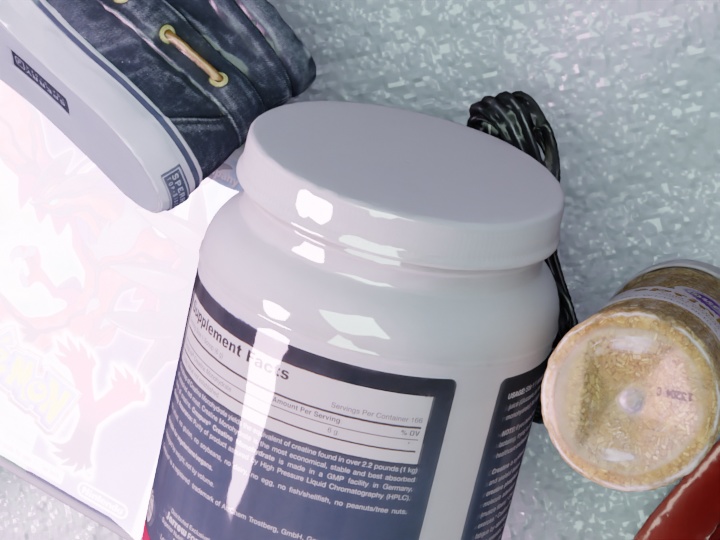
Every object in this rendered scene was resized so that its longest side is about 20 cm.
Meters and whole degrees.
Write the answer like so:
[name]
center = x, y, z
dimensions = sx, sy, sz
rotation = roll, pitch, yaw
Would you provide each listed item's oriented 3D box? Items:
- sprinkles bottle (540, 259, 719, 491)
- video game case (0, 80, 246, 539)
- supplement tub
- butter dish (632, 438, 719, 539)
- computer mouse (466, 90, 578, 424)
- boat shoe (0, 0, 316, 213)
[sprinkles bottle]
center = 0.117, 0.038, 1.156
dimensions = 0.068, 0.200, 0.068
rotation = 1, 96, 12
[video game case]
center = -0.124, 0.002, 1.258
dimensions = 0.200, 0.023, 0.182
rotation = 27, 109, 24
[supplement tub]
center = -0.003, 0.049, 1.150
dimensions = 0.140, 0.140, 0.200
rotation = 17, 111, 10
[butter dish]
center = 0.226, 0.126, 1.169
dimensions = 0.200, 0.148, 0.199
rotation = 42, 103, 5
[computer mouse]
center = 0.000, 0.000, 1.246
dimensions = 0.200, 0.053, 0.139
rotation = -6, 99, 22
[boat shoe]
center = -0.111, -0.115, 1.209
dimensions = 0.091, 0.071, 0.200
rotation = -39, 71, -19
